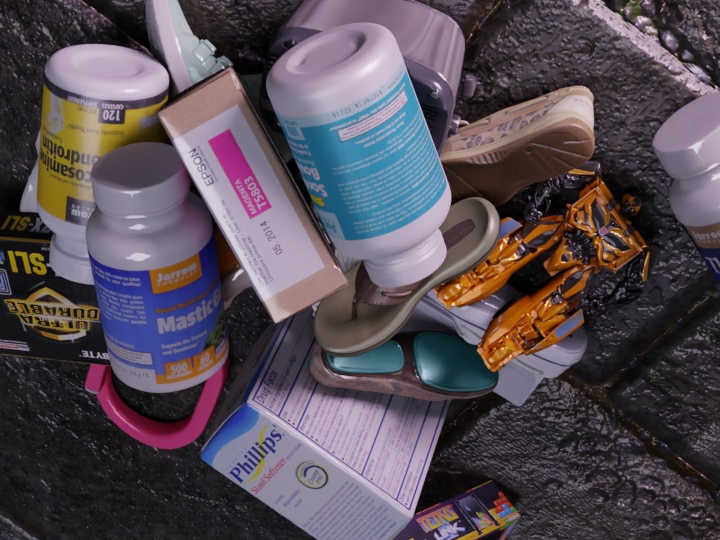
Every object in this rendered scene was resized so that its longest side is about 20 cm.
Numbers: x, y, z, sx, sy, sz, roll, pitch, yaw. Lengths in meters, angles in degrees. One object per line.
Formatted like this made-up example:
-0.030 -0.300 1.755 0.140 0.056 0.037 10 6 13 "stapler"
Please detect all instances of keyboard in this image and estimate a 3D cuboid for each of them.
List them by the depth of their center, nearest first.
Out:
0.089 0.068 1.615 0.199 0.011 0.056 32 133 -4 "keyboard"

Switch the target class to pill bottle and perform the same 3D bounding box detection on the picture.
0.007 -0.088 1.302 0.110 0.111 0.202 -9 120 24 "pill bottle"
0.333 -0.049 1.382 0.110 0.111 0.201 -24 114 31 "pill bottle"
-0.179 -0.004 1.414 0.111 0.112 0.202 5 125 15 "pill bottle"
-0.237 -0.095 1.472 0.111 0.112 0.202 13 116 9 "pill bottle"

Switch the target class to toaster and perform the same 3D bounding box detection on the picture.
-0.001 -0.172 1.397 0.198 0.130 0.115 18 127 5 "toaster"

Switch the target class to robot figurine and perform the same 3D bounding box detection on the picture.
0.172 -0.004 1.460 0.199 0.058 0.146 -37 94 11 "robot figurine"

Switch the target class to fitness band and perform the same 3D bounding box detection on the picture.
-0.217 0.110 1.731 0.142 0.038 0.201 25 129 0 "fitness band"

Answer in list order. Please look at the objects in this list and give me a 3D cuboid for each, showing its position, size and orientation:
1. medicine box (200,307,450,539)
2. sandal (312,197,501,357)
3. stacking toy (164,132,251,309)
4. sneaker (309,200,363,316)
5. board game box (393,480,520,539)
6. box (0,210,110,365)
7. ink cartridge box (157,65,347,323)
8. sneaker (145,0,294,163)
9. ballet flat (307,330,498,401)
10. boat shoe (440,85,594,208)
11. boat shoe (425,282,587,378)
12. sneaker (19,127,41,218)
-0.030 0.155 1.605 0.199 0.183 0.103 35 127 -8 "medicine box"
0.034 -0.003 1.446 0.200 0.080 0.057 -39 147 10 "sandal"
-0.152 -0.072 1.539 0.146 0.146 0.201 -37 92 35 "stacking toy"
0.000 0.000 1.538 0.080 0.075 0.202 21 133 28 "sneaker"
0.060 0.324 1.707 0.057 0.164 0.201 50 133 26 "board game box"
-0.305 0.020 1.633 0.197 0.050 0.161 5 129 12 "box"
-0.092 -0.068 1.369 0.075 0.165 0.202 -28 98 1 "ink cartridge box"
-0.117 -0.180 1.485 0.117 0.074 0.202 -24 92 -13 "sneaker"
0.038 0.093 1.579 0.198 0.069 0.067 11 154 -23 "ballet flat"
0.124 -0.106 1.453 0.198 0.063 0.073 -16 134 31 "boat shoe"
0.118 0.044 1.545 0.199 0.074 0.067 33 135 1 "boat shoe"
-0.270 -0.112 1.576 0.088 0.076 0.201 23 139 -2 "sneaker"
